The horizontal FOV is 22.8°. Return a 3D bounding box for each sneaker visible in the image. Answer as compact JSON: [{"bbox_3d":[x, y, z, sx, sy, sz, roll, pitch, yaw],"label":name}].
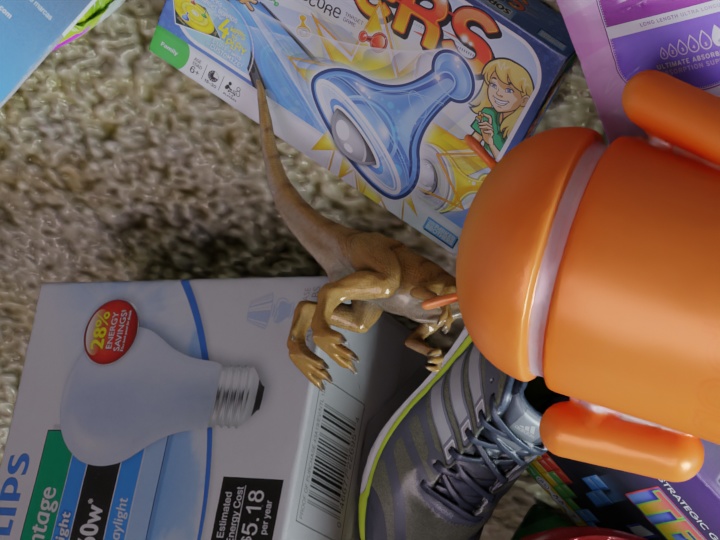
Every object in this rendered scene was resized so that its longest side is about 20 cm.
[{"bbox_3d":[0.063,0.076,0.886,0.073,0.081,0.201,26,94,-15],"label":"sneaker"}]

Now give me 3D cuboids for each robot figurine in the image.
[{"bbox_3d":[0.127,0.004,0.761,0.198,0.117,0.145,17,142,17],"label":"robot figurine"}]

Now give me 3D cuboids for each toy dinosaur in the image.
[{"bbox_3d":[0.000,0.000,0.879,0.199,0.106,0.061,29,153,20],"label":"toy dinosaur"}]

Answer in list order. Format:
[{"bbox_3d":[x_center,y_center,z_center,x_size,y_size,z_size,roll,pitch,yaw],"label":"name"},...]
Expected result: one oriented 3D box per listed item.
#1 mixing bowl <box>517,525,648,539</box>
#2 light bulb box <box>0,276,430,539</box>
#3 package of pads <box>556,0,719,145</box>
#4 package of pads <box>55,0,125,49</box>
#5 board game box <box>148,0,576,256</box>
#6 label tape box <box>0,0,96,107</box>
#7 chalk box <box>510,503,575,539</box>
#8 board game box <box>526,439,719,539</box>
[{"bbox_3d":[0.109,0.196,0.838,0.199,0.200,0.109,25,135,13],"label":"mixing bowl"},{"bbox_3d":[-0.085,0.115,0.965,0.198,0.200,0.125,-2,157,30],"label":"light bulb box"},{"bbox_3d":[0.145,-0.138,0.777,0.119,0.076,0.202,-11,112,31],"label":"package of pads"},{"bbox_3d":[-0.228,-0.198,0.956,0.154,0.068,0.201,-20,107,37],"label":"package of pads"},{"bbox_3d":[-0.001,-0.115,0.899,0.199,0.034,0.136,33,129,8],"label":"board game box"},{"bbox_3d":[-0.171,-0.196,0.867,0.143,0.201,0.066,44,166,-18],"label":"label tape box"},{"bbox_3d":[0.091,0.250,0.962,0.124,0.200,0.125,28,129,11],"label":"chalk box"},{"bbox_3d":[0.185,0.135,0.887,0.200,0.057,0.165,46,161,-2],"label":"board game box"}]
